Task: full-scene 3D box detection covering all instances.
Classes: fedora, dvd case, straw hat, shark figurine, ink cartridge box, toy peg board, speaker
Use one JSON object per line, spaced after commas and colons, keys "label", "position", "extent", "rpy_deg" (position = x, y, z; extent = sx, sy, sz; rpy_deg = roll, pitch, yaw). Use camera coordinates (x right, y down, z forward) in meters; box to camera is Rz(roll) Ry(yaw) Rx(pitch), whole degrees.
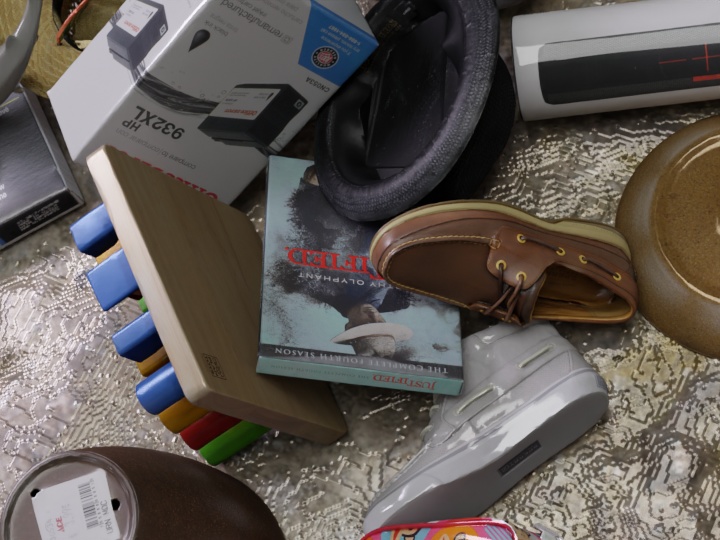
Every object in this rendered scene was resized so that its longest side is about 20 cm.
{"label": "fedora", "position": [0.055, -0.117, 1.241], "extent": [0.200, 0.091, 0.201], "rpy_deg": [-27, 50, 37]}
{"label": "dvd case", "position": [0.000, 0.000, 1.216], "extent": [0.145, 0.022, 0.201], "rpy_deg": [8, 48, -7]}
{"label": "straw hat", "position": [-0.201, -0.205, 1.375], "extent": [0.200, 0.085, 0.202], "rpy_deg": [-4, 66, 10]}
{"label": "shark figurine", "position": [-0.303, -0.156, 1.294], "extent": [0.214, 0.089, 0.129], "rpy_deg": [-34, 71, 36]}
{"label": "ink cartridge box", "position": [-0.352, -0.091, 1.386], "extent": [0.197, 0.047, 0.201], "rpy_deg": [-29, 67, 1]}
{"label": "ink cartridge box", "position": [-0.110, -0.148, 1.251], "extent": [0.200, 0.145, 0.084], "rpy_deg": [-45, 47, 21]}
{"label": "toy peg board", "position": [-0.129, 0.042, 1.205], "extent": [0.098, 0.199, 0.201], "rpy_deg": [-34, 64, 16]}
{"label": "speaker", "position": [0.215, -0.162, 1.265], "extent": [0.199, 0.081, 0.082], "rpy_deg": [-5, 67, 10]}

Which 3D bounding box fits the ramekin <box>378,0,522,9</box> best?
{"label": "ramekin", "position": [0.057, -0.265, 1.285], "extent": [0.201, 0.202, 0.095], "rpy_deg": [5, 81, 15]}

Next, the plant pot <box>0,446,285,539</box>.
{"label": "plant pot", "position": [-0.160, 0.192, 1.136], "extent": [0.186, 0.200, 0.188], "rpy_deg": [-5, 66, 11]}

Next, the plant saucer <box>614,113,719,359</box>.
{"label": "plant saucer", "position": [0.281, -0.034, 1.220], "extent": [0.199, 0.035, 0.201], "rpy_deg": [-5, 67, 12]}

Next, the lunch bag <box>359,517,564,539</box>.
{"label": "lunch bag", "position": [0.068, 0.259, 1.085], "extent": [0.176, 0.082, 0.201], "rpy_deg": [-13, 64, 41]}

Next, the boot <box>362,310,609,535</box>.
{"label": "boot", "position": [0.072, 0.111, 1.198], "extent": [0.200, 0.074, 0.096], "rpy_deg": [-32, 55, -7]}

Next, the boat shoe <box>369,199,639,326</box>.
{"label": "boat shoe", "position": [0.106, 0.000, 1.180], "extent": [0.199, 0.072, 0.068], "rpy_deg": [6, 41, -19]}
